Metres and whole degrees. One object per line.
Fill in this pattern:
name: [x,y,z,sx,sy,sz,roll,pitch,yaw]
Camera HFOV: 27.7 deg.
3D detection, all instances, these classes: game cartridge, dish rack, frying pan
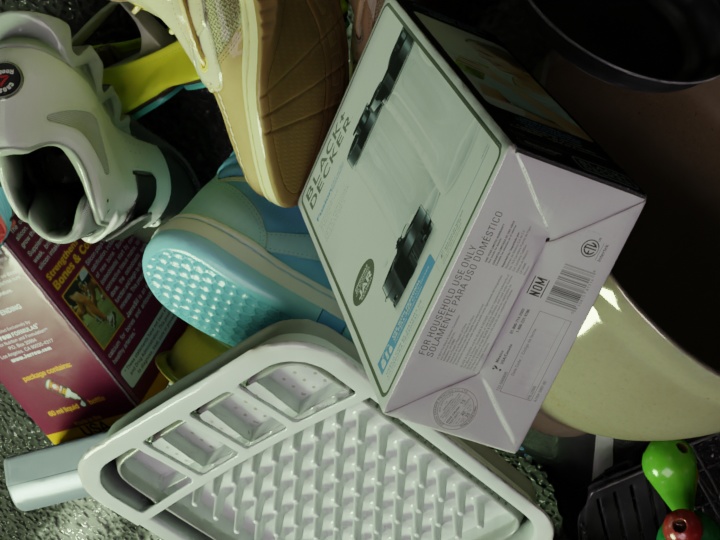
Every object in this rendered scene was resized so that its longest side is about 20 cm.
game cartridge: [-0.119,0.108,0.896,0.132,0.200,0.041,-12,86,24]
dish rack: [-0.020,0.102,0.725,0.171,0.044,0.200,-32,124,31]
frying pan: [0.151,-0.127,0.690,0.189,0.115,0.031,-9,145,-32]
dish rack: [0.226,0.149,0.843,0.198,0.055,0.154,-21,123,-3]

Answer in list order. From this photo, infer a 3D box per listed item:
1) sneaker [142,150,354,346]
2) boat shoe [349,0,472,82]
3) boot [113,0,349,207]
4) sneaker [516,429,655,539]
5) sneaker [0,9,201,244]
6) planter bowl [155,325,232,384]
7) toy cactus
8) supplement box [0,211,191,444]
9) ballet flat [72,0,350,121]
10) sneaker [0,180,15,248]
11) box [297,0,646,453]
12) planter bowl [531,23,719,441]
sneaker: [0.000,0.000,0.759,0.199,0.131,0.080,33,140,-6]
boat shoe: [0.020,-0.143,0.718,0.064,0.071,0.202,23,123,29]
boot: [-0.092,-0.132,0.707,0.154,0.073,0.202,9,125,33]
sneaker: [0.130,0.126,0.904,0.111,0.073,0.202,15,123,12]
sneaker: [-0.147,-0.044,0.776,0.073,0.089,0.200,-6,153,20]
planter bowl: [-0.012,0.048,0.847,0.199,0.200,0.084,21,94,2]
toy cactus: [0.206,0.166,0.743,0.199,0.102,0.166,32,92,-34]
supplement box: [-0.191,-0.009,0.877,0.085,0.111,0.201,-18,119,32]
ballet flat: [-0.100,-0.124,0.785,0.199,0.067,0.067,-18,110,32]
sneaker: [-0.241,0.008,0.770,0.079,0.096,0.201,24,133,2]
box: [0.035,-0.029,0.614,0.060,0.200,0.117,18,112,-19]
planter bowl: [0.123,0.001,0.714,0.200,0.201,0.135,37,132,-12]
